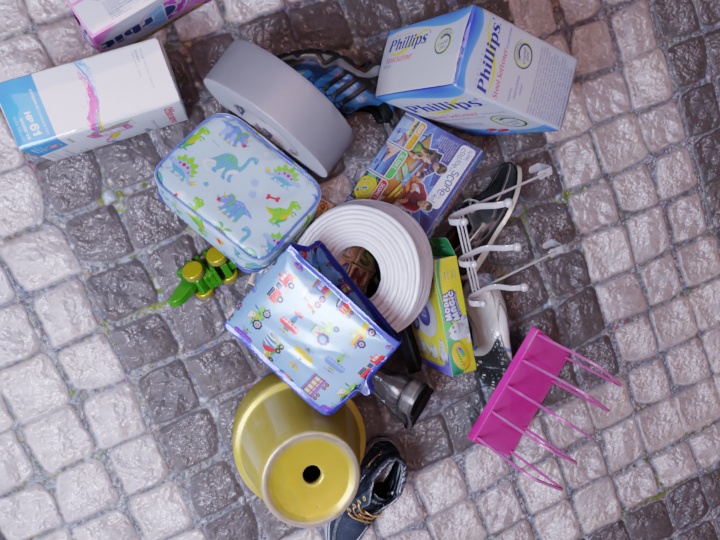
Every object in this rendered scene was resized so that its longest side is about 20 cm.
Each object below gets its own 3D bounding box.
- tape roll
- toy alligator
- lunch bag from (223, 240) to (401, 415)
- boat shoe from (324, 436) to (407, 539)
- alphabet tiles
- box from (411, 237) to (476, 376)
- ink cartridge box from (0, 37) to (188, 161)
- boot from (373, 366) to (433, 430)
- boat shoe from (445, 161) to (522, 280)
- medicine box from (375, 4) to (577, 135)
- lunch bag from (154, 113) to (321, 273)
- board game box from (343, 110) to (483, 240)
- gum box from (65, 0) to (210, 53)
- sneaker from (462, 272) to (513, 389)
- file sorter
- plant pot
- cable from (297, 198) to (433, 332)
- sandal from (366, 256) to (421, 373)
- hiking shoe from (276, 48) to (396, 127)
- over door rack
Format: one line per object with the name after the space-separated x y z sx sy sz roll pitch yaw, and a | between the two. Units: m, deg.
-0.106 -0.211 0.796 0.200 0.200 0.066 36 88 -13 | tape roll
-0.199 -0.019 0.873 0.200 0.059 0.054 -35 57 -14 | toy alligator
-0.052 0.084 0.782 0.200 0.094 0.151 47 110 12 | lunch bag
0.005 0.361 0.927 0.071 0.091 0.201 25 90 -13 | boat shoe
-0.047 -0.012 0.925 0.200 0.008 0.167 27 89 -12 | alphabet tiles
0.113 0.050 0.907 0.048 0.117 0.201 -12 97 -19 | box
-0.333 -0.216 0.775 0.200 0.145 0.085 -22 99 -9 | ink cartridge box
0.019 0.159 0.907 0.174 0.200 0.069 28 72 18 | boot
0.186 -0.085 0.934 0.068 0.072 0.200 30 91 -17 | boat shoe
0.156 -0.264 0.829 0.200 0.182 0.103 10 94 -32 | medicine box
-0.163 -0.108 0.827 0.200 0.082 0.161 38 69 0 | lunch bag
0.072 -0.121 0.890 0.135 0.034 0.200 34 86 17 | board game box
-0.284 -0.363 0.788 0.200 0.113 0.066 -35 101 -7 | gum box
0.211 0.097 0.963 0.072 0.072 0.200 -35 117 -49 | sneaker
0.293 0.218 0.930 0.139 0.125 0.200 33 88 -45 | file sorter
-0.080 0.257 0.851 0.200 0.189 0.201 -1 95 -12 | plant pot
0.000 0.000 0.840 0.200 0.069 0.200 26 105 19 | cable
0.043 0.065 0.913 0.048 0.075 0.201 -16 96 13 | sandal
-0.036 -0.264 0.870 0.199 0.074 0.087 5 93 -12 | hiking shoe
0.227 -0.052 0.874 0.200 0.067 0.148 -30 119 -25 | over door rack
